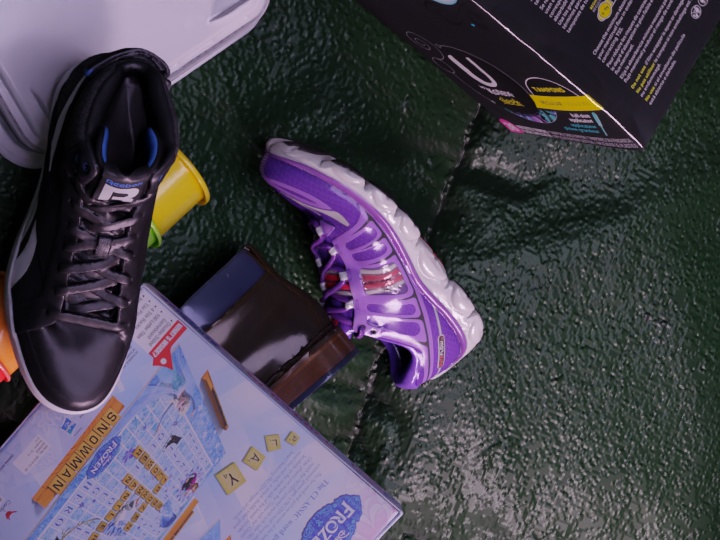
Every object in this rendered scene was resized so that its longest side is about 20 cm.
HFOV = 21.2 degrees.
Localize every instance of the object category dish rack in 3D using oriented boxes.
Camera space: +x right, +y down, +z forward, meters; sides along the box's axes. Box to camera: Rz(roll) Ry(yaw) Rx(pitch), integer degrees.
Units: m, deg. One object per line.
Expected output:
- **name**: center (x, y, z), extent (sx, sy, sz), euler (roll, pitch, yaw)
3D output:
- **dish rack**: center (-0.150, -0.171, 1.101), extent (0.200, 0.044, 0.172), euler (-37, 114, -20)

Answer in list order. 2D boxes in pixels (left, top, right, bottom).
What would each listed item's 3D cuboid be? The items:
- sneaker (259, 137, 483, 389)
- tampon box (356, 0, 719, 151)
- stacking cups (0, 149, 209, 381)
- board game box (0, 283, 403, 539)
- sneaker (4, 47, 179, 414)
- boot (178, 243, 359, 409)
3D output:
- **sneaker**: center (0.000, 0.000, 1.197), extent (0.083, 0.081, 0.200), euler (-44, 117, -9)
- **tampon box**: center (0.097, -0.184, 1.175), extent (0.200, 0.150, 0.126), euler (36, 80, -29)
- **stacking cups**: center (-0.178, 0.002, 1.103), extent (0.200, 0.060, 0.061), euler (-43, 116, -17)
- **board game box**: center (-0.114, 0.146, 1.108), extent (0.199, 0.041, 0.200), euler (42, 90, 0)
- **sneaker**: center (-0.143, -0.022, 1.027), extent (0.073, 0.112, 0.201), euler (6, 87, -18)
- **boot**: center (-0.107, 0.074, 1.169), extent (0.200, 0.075, 0.097), euler (-37, 89, -7)
